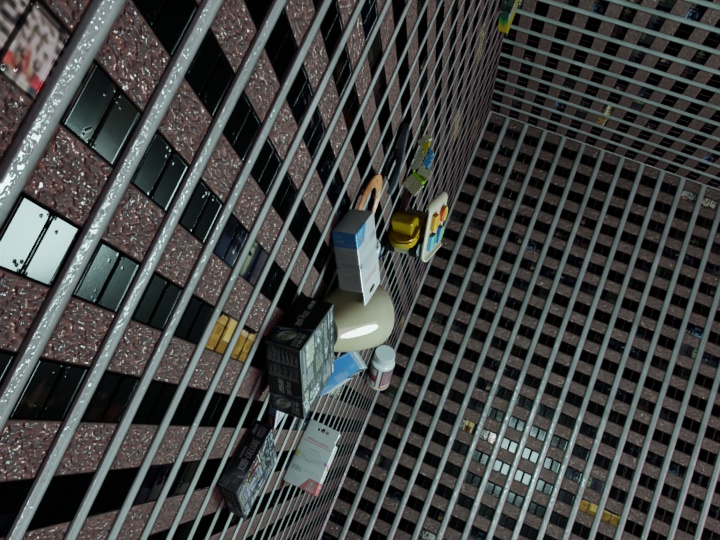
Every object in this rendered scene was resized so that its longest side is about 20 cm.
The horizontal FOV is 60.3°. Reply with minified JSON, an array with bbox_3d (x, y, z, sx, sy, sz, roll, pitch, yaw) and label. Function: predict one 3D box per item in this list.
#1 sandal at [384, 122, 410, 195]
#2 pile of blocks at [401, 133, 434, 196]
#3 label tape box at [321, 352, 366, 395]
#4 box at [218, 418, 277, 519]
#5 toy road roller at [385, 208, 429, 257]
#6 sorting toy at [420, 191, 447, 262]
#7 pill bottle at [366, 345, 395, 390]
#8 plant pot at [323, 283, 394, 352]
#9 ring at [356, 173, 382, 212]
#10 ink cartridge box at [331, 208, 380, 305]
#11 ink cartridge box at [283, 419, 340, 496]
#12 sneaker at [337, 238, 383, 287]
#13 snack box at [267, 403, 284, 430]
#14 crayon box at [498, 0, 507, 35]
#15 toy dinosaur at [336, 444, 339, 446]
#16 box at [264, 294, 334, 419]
[{"bbox_3d":[0.097,-0.308,1.715,0.076,0.042,0.204,57,45,-85],"label":"sandal"},{"bbox_3d":[0.203,-0.342,2.026,0.062,0.081,0.204,-14,124,-76],"label":"pile of blocks"},{"bbox_3d":[-0.067,0.295,1.775,0.142,0.067,0.200,-34,171,4],"label":"label tape box"},{"bbox_3d":[-0.249,0.452,1.401,0.202,0.049,0.159,95,20,-54],"label":"box"},{"bbox_3d":[0.167,-0.154,2.112,0.147,0.121,0.202,79,33,-49],"label":"toy road roller"},{"bbox_3d":[0.260,-0.151,2.132,0.185,0.036,0.204,-42,140,-55],"label":"sorting toy"},{"bbox_3d":[0.097,0.448,2.866,0.115,0.112,0.202,-56,163,-47],"label":"pill bottle"},{"bbox_3d":[-0.040,0.127,1.545,0.199,0.185,0.190,-19,131,-58],"label":"plant pot"},{"bbox_3d":[0.010,-0.156,1.614,0.200,0.019,0.204,22,89,-80],"label":"ring"},{"bbox_3d":[-0.008,-0.030,1.498,0.116,0.065,0.203,-54,145,-51],"label":"ink cartridge box"},{"bbox_3d":[-0.147,0.588,1.953,0.068,0.115,0.203,78,36,-69],"label":"ink cartridge box"},{"bbox_3d":[0.001,0.001,1.703,0.111,0.076,0.203,-17,131,-80],"label":"sneaker"},{"bbox_3d":[-0.185,0.282,1.459,0.072,0.024,0.203,-54,161,-53],"label":"snack box"},{"bbox_3d":[0.672,-1.174,2.820,0.200,0.050,0.129,45,67,-77],"label":"crayon box"},{"bbox_3d":[-0.131,0.697,2.335,0.200,0.076,0.104,75,31,-76],"label":"toy dinosaur"},{"bbox_3d":[-0.126,0.186,1.340,0.164,0.085,0.203,-56,153,-48],"label":"box"}]
